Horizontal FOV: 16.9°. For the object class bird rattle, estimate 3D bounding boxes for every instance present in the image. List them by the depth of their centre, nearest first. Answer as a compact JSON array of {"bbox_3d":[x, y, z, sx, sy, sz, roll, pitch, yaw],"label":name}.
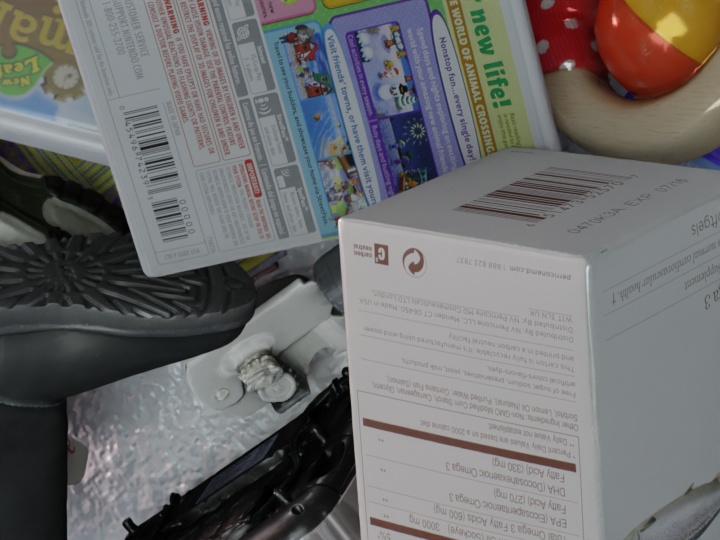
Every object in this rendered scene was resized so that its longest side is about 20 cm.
[{"bbox_3d":[0.109,-0.114,0.997,0.200,0.113,0.163,-43,48,11],"label":"bird rattle"}]

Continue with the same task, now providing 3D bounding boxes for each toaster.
[{"bbox_3d":[-0.030,0.144,1.101,0.200,0.181,0.119,-36,99,20],"label":"toaster"}]

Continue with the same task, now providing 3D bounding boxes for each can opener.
[{"bbox_3d":[0.000,0.000,1.113,0.200,0.067,0.053,-33,134,15],"label":"can opener"}]

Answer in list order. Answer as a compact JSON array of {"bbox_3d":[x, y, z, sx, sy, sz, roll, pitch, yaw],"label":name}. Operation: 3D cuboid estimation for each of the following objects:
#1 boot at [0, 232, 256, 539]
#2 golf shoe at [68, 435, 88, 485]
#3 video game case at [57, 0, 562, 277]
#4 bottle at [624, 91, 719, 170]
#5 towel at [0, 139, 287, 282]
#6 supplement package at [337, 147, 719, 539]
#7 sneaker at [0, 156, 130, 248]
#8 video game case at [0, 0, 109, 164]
[{"bbox_3d":[-0.138,0.083,1.096,0.164,0.066,0.200,1,123,-12],"label":"boot"},{"bbox_3d":[-0.211,0.139,1.201,0.088,0.077,0.200,21,129,-22],"label":"golf shoe"},{"bbox_3d":[-0.027,-0.106,0.966,0.182,0.022,0.200,-12,112,10],"label":"video game case"},{"bbox_3d":[0.119,0.005,1.079,0.083,0.065,0.200,30,111,5],"label":"bottle"},{"bbox_3d":[-0.147,-0.018,1.169,0.200,0.023,0.144,-31,96,21],"label":"towel"},{"bbox_3d":[0.076,0.067,0.926,0.117,0.117,0.201,10,113,37],"label":"supplement package"},{"bbox_3d":[-0.193,-0.015,1.100,0.200,0.077,0.089,32,120,-25],"label":"sneaker"},{"bbox_3d":[-0.122,-0.141,1.055,0.199,0.022,0.182,14,75,2],"label":"video game case"}]
